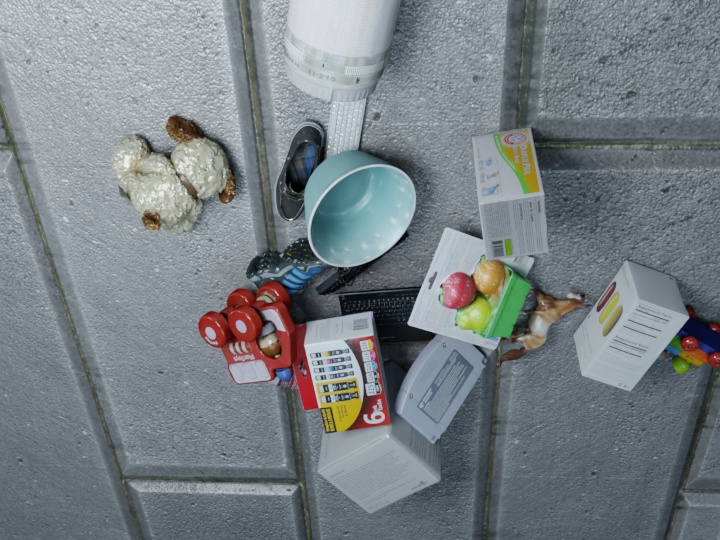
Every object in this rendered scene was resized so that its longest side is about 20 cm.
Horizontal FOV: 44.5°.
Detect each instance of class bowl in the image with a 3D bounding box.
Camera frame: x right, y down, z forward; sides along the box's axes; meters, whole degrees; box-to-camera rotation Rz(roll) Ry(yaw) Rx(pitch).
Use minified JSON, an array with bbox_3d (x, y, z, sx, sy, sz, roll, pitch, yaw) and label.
[{"bbox_3d":[-0.016,-0.117,1.469,0.197,0.106,0.204,-18,135,-19],"label":"bowl"}]

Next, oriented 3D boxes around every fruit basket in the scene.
[{"bbox_3d":[0.197,0.035,1.582,0.196,0.094,0.189,17,102,-19],"label":"fruit basket"}]

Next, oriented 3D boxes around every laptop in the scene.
[{"bbox_3d":[0.042,0.088,1.654,0.173,0.104,0.203,-4,126,8],"label":"laptop"}]

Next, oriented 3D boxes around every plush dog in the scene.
[{"bbox_3d":[-0.301,-0.154,1.478,0.171,0.161,0.201,-37,120,2],"label":"plush dog"}]

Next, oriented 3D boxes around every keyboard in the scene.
[{"bbox_3d":[-0.031,-0.211,1.482,0.055,0.011,0.203,8,128,-2],"label":"keyboard"},{"bbox_3d":[0.000,0.000,1.594,0.199,0.103,0.040,-38,73,29],"label":"keyboard"}]

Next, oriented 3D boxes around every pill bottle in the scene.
[{"bbox_3d":[-0.122,0.180,1.737,0.196,0.111,0.111,16,129,-9],"label":"pill bottle"}]

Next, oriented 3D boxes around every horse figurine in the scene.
[{"bbox_3d":[0.325,0.102,1.671,0.130,0.050,0.202,12,122,-28],"label":"horse figurine"}]

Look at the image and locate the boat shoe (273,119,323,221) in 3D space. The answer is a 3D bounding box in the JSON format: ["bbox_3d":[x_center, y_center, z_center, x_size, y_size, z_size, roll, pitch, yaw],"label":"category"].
[{"bbox_3d":[-0.105,-0.155,1.496,0.068,0.067,0.202,17,128,-10],"label":"boat shoe"}]

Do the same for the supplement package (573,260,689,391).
[{"bbox_3d":[0.495,0.103,1.625,0.107,0.115,0.202,17,127,-11],"label":"supplement package"}]

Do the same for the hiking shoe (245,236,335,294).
[{"bbox_3d":[-0.112,-0.003,1.622,0.196,0.075,0.087,-12,132,27],"label":"hiking shoe"}]

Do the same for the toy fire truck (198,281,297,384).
[{"bbox_3d":[-0.189,0.126,1.605,0.197,0.112,0.171,-11,110,39],"label":"toy fire truck"}]

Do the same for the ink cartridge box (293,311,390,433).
[{"bbox_3d":[-0.043,0.194,1.635,0.171,0.084,0.204,-9,117,5],"label":"ink cartridge box"}]

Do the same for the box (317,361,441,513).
[{"bbox_3d":[0.043,0.341,1.793,0.198,0.201,0.171,-32,120,28],"label":"box"}]

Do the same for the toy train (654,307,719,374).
[{"bbox_3d":[0.650,0.163,1.687,0.197,0.086,0.116,28,136,-17],"label":"toy train"}]

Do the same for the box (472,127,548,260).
[{"bbox_3d":[0.237,-0.126,1.406,0.099,0.202,0.114,-7,127,9],"label":"box"}]

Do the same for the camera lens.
[{"bbox_3d":[-0.026,-0.367,1.260,0.156,0.162,0.203,11,129,-4],"label":"camera lens"}]

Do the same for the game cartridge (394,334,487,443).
[{"bbox_3d":[0.154,0.218,1.720,0.133,0.041,0.202,41,77,-22],"label":"game cartridge"}]
